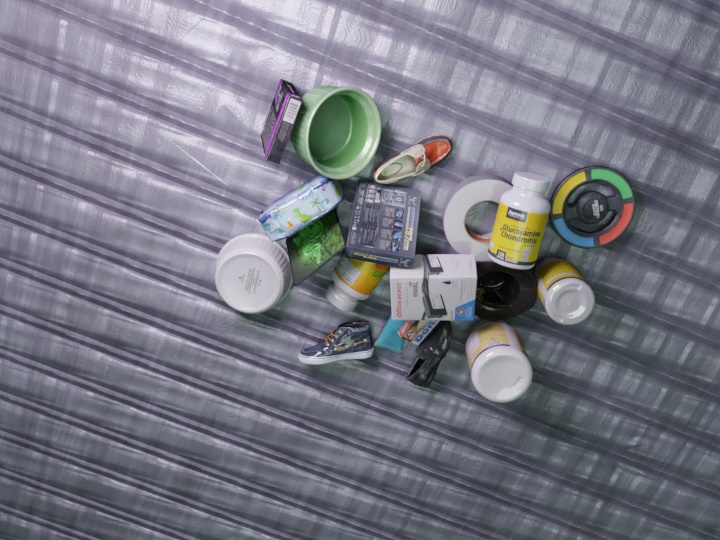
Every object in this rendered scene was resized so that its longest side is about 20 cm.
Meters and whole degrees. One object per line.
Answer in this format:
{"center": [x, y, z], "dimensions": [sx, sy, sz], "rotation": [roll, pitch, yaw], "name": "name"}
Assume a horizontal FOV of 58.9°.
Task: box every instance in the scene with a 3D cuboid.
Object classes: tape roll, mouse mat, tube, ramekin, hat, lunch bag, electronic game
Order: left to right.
{"center": [-0.271, 0.015, 1.590], "dimensions": [0.201, 0.094, 0.204], "rotation": [1, 110, 3], "name": "ramekin"}
{"center": [-0.137, -0.151, 1.488], "dimensions": [0.199, 0.161, 0.083], "rotation": [-30, 101, 11], "name": "lunch bag"}
{"center": [-0.109, -0.068, 1.501], "dimensions": [0.161, 0.201, 0.008], "rotation": [-39, 126, 16], "name": "mouse mat"}
{"center": [-0.060, -0.311, 1.411], "dimensions": [0.199, 0.098, 0.201], "rotation": [-18, 122, -31], "name": "ramekin"}
{"center": [0.105, 0.125, 1.636], "dimensions": [0.077, 0.050, 0.201], "rotation": [19, 114, -9], "name": "tube"}
{"center": [0.296, -0.125, 1.521], "dimensions": [0.199, 0.066, 0.202], "rotation": [1, 110, 4], "name": "tape roll"}
{"center": [0.339, 0.030, 1.562], "dimensions": [0.199, 0.081, 0.202], "rotation": [13, 131, 15], "name": "hat"}
{"center": [0.548, -0.148, 1.510], "dimensions": [0.198, 0.042, 0.202], "rotation": [1, 110, 3], "name": "electronic game"}

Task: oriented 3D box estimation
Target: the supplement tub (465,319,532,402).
{"center": [0.336, 0.214, 1.572], "dimensions": [0.144, 0.200, 0.147], "rotation": [1, 110, 3], "name": "supplement tub"}

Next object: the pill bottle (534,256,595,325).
{"center": [0.470, 0.038, 1.499], "dimensions": [0.110, 0.200, 0.112], "rotation": [1, 111, 3], "name": "pill bottle"}

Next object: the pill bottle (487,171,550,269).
{"center": [0.360, -0.113, 1.427], "dimensions": [0.111, 0.112, 0.201], "rotation": [9, 111, 0], "name": "pill bottle"}

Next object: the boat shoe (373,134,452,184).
{"center": [0.123, -0.255, 1.484], "dimensions": [0.199, 0.063, 0.072], "rotation": [-21, 106, 9], "name": "boat shoe"}

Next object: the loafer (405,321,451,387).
{"center": [0.178, 0.214, 1.651], "dimensions": [0.070, 0.068, 0.202], "rotation": [16, 114, -13], "name": "loafer"}

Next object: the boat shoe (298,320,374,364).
{"center": [-0.067, 0.183, 1.658], "dimensions": [0.199, 0.071, 0.092], "rotation": [-7, 109, -1], "name": "boat shoe"}

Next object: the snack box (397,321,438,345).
{"center": [0.182, 0.102, 1.614], "dimensions": [0.072, 0.024, 0.200], "rotation": [26, 110, -39], "name": "snack box"}

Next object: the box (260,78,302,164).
{"center": [-0.177, -0.332, 1.401], "dimensions": [0.036, 0.200, 0.144], "rotation": [16, 112, -21], "name": "box"}

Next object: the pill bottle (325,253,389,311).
{"center": [0.000, 0.000, 1.559], "dimensions": [0.111, 0.111, 0.201], "rotation": [32, 109, -9], "name": "pill bottle"}

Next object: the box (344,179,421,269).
{"center": [0.055, -0.109, 1.476], "dimensions": [0.156, 0.201, 0.051], "rotation": [9, 148, -1], "name": "box"}

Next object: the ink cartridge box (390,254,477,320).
{"center": [0.169, 0.041, 1.499], "dimensions": [0.198, 0.085, 0.145], "rotation": [0, 132, 5], "name": "ink cartridge box"}
